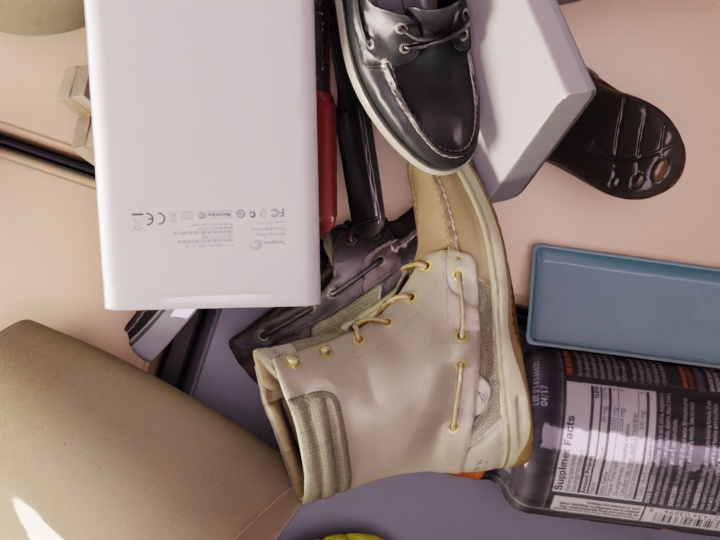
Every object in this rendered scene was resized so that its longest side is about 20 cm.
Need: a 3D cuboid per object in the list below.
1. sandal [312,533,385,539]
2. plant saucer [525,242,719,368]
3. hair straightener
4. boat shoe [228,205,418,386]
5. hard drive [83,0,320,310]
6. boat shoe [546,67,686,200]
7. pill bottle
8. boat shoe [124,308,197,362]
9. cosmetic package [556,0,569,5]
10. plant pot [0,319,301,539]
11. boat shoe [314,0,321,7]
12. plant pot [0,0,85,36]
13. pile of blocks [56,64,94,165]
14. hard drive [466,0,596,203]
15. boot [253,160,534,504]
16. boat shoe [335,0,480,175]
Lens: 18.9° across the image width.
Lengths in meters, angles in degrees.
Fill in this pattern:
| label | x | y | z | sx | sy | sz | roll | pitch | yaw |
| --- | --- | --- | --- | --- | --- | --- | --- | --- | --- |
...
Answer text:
| label | x | y | z | sx | sy | sz | roll | pitch | yaw |
| --- | --- | --- | --- | --- | --- | --- | --- | --- | --- |
| sandal | -0.051 | 0.239 | 1.382 | 0.200 | 0.087 | 0.080 | -28 | 68 | -19 |
| plant saucer | 0.206 | 0.029 | 1.398 | 0.199 | 0.019 | 0.070 | 7 | 69 | -3 |
| hair straightener | -0.002 | -0.117 | 1.350 | 0.077 | 0.041 | 0.201 | 3 | 74 | -29 |
| boat shoe | 0.000 | 0.000 | 1.368 | 0.066 | 0.072 | 0.201 | 44 | 95 | -10 |
| hard drive | -0.091 | -0.074 | 1.276 | 0.131 | 0.025 | 0.201 | -1 | 113 | -1 |
| boat shoe | 0.117 | -0.103 | 1.366 | 0.200 | 0.074 | 0.076 | 34 | 100 | 16 |
| pill bottle | 0.155 | 0.106 | 1.367 | 0.199 | 0.106 | 0.107 | 8 | 94 | -4 |
| boat shoe | -0.096 | -0.037 | 1.364 | 0.057 | 0.069 | 0.200 | 33 | 84 | -7 |
| cosmetic package | 0.160 | -0.271 | 1.307 | 0.166 | 0.167 | 0.201 | -12 | 94 | -6 |
| plant pot | -0.163 | 0.129 | 1.328 | 0.200 | 0.187 | 0.187 | 42 | 91 | 10 |
| boat shoe | -0.039 | -0.200 | 1.297 | 0.075 | 0.062 | 0.201 | 34 | 74 | -31 |
| plant pot | -0.197 | -0.221 | 1.297 | 0.199 | 0.201 | 0.135 | 0 | 127 | -3 |
| pile of blocks | -0.115 | -0.150 | 1.335 | 0.200 | 0.082 | 0.062 | -51 | 138 | 2 |
| hard drive | 0.071 | -0.158 | 1.286 | 0.027 | 0.132 | 0.201 | -12 | 69 | -23 |
| boot | 0.011 | 0.030 | 1.281 | 0.154 | 0.072 | 0.201 | -10 | 84 | -14 |
| boat shoe | 0.030 | -0.155 | 1.252 | 0.074 | 0.066 | 0.200 | -15 | 89 | -28 |
